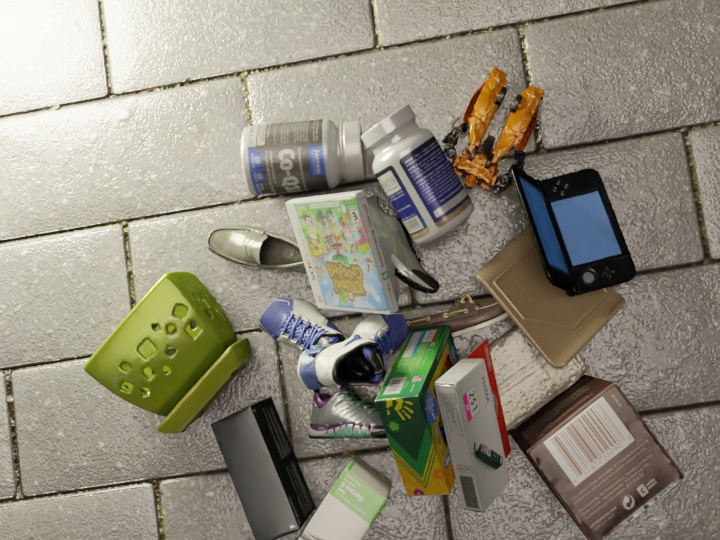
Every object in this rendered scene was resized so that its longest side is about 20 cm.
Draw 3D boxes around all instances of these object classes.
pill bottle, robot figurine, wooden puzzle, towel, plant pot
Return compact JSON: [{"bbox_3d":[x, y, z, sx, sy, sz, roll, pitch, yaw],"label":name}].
[{"bbox_3d":[-0.092,-0.191,1.292,0.195,0.114,0.117,-5,85,5],"label":"pill bottle"},{"bbox_3d":[0.222,-0.226,1.294,0.143,0.058,0.203,27,88,7],"label":"robot figurine"},{"bbox_3d":[0.306,0.031,1.254,0.184,0.037,0.201,-38,80,-24],"label":"wooden puzzle"},{"bbox_3d":[0.261,0.166,1.274,0.198,0.034,0.134,-34,83,3],"label":"towel"},{"bbox_3d":[-0.292,0.136,1.250,0.181,0.200,0.199,43,90,1],"label":"plant pot"},{"bbox_3d":[0.089,-0.154,1.249,0.114,0.116,0.202,-31,97,2],"label":"pill bottle"}]

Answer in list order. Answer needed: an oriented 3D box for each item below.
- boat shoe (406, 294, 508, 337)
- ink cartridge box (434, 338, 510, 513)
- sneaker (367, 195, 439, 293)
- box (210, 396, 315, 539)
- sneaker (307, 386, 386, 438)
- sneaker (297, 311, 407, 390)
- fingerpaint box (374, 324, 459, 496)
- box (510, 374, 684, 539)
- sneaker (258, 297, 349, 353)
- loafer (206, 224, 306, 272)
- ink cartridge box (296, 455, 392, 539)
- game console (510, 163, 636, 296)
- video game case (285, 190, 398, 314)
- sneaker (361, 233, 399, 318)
[{"bbox_3d":[0.163,0.075,1.272,0.197,0.072,0.061,-23,87,9],"label":"boat shoe"},{"bbox_3d":[0.188,0.227,1.166,0.043,0.173,0.204,-4,106,39],"label":"ink cartridge box"},{"bbox_3d":[0.063,-0.042,1.289,0.079,0.074,0.200,-43,83,-5],"label":"sneaker"},{"bbox_3d":[-0.153,0.318,1.247,0.078,0.141,0.203,-23,83,2],"label":"box"},{"bbox_3d":[-0.006,0.225,1.245,0.197,0.074,0.090,-9,75,33],"label":"sneaker"},{"bbox_3d":[0.014,0.129,1.162,0.197,0.114,0.082,-24,106,-37],"label":"sneaker"},{"bbox_3d":[0.105,0.207,1.173,0.072,0.200,0.170,-10,111,24],"label":"fingerpaint box"},{"bbox_3d":[0.348,0.277,1.174,0.165,0.200,0.165,-38,84,2],"label":"box"},{"bbox_3d":[-0.071,0.109,1.259,0.197,0.115,0.082,31,86,5],"label":"sneaker"},{"bbox_3d":[-0.168,-0.039,1.309,0.195,0.070,0.072,8,88,6],"label":"loafer"},{"bbox_3d":[-0.040,0.409,1.227,0.083,0.146,0.202,34,89,7],"label":"ink cartridge box"},{"bbox_3d":[0.335,-0.075,1.216,0.172,0.117,0.204,-13,71,-3],"label":"game console"},{"bbox_3d":[-0.033,-0.025,1.184,0.022,0.198,0.186,-25,105,-33],"label":"video game case"},{"bbox_3d":[0.000,0.000,1.262,0.075,0.202,0.113,-35,51,-25],"label":"sneaker"}]
